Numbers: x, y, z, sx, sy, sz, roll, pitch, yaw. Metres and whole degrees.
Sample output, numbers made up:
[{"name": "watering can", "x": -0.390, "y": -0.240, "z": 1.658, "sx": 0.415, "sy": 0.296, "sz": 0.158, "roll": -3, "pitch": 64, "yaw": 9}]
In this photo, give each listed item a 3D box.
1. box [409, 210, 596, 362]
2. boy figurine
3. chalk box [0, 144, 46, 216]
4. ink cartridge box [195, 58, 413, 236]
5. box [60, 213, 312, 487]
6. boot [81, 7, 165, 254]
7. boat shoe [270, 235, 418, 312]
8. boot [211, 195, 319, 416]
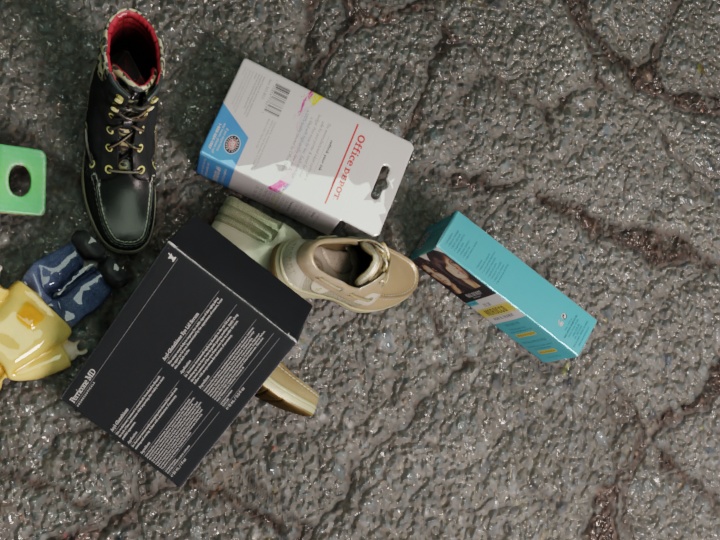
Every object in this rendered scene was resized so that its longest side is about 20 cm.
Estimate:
[{"name": "box", "x": 0.154, "y": 0.021, "z": 1.095, "sx": 0.199, "sy": 0.082, "sz": 0.050, "roll": 37, "pitch": 71, "yaw": -10}, {"name": "boy figurine", "x": -0.316, "y": 0.047, "z": 0.933, "sx": 0.200, "sy": 0.064, "sz": 0.125, "roll": -43, "pitch": 105, "yaw": -23}, {"name": "chalk box", "x": -0.384, "y": -0.086, "z": 0.901, "sx": 0.197, "sy": 0.124, "sz": 0.127, "roll": 1, "pitch": 80, "yaw": -19}, {"name": "ink cartridge box", "x": -0.057, "y": -0.117, "z": 1.044, "sx": 0.198, "sy": 0.068, "sz": 0.117, "roll": 25, "pitch": 73, "yaw": -7}, {"name": "box", "x": -0.158, "y": 0.074, "z": 0.914, "sx": 0.140, "sy": 0.079, "sz": 0.201, "roll": 37, "pitch": 114, "yaw": -8}, {"name": "boot", "x": -0.223, "y": -0.129, "z": 0.949, "sx": 0.072, "sy": 0.154, "sz": 0.207, "roll": -1, "pitch": 80, "yaw": -19}, {"name": "boat shoe", "x": 0.000, "y": 0.000, "z": 1.019, "sx": 0.198, "sy": 0.064, "sz": 0.074, "roll": 9, "pitch": 73, "yaw": -46}, {"name": "boot", "x": -0.094, "y": 0.037, "z": 1.012, "sx": 0.199, "sy": 0.072, "sz": 0.156, "roll": 38, "pitch": 68, "yaw": -9}]
